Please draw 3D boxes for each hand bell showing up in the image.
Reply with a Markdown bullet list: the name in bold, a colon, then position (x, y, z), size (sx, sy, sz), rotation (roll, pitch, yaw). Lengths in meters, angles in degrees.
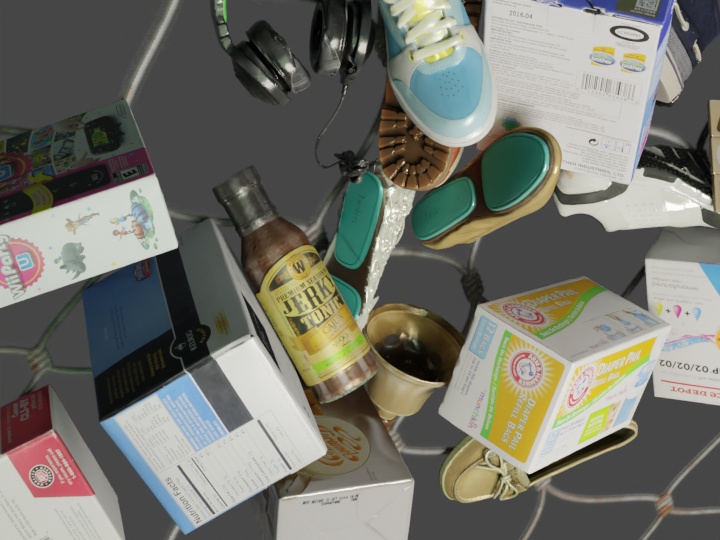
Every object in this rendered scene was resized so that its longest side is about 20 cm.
- **hand bell**: position (0.020, 0.139, 1.161), size (0.103, 0.105, 0.201), rotation (7, 127, -22)

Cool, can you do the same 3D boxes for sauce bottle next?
- **sauce bottle**: position (-0.058, 0.011, 1.029), size (0.064, 0.065, 0.201), rotation (-31, 96, -1)

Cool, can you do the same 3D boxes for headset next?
- **headset**: position (-0.039, -0.166, 0.961), size (0.122, 0.094, 0.202), rotation (-22, 110, -6)

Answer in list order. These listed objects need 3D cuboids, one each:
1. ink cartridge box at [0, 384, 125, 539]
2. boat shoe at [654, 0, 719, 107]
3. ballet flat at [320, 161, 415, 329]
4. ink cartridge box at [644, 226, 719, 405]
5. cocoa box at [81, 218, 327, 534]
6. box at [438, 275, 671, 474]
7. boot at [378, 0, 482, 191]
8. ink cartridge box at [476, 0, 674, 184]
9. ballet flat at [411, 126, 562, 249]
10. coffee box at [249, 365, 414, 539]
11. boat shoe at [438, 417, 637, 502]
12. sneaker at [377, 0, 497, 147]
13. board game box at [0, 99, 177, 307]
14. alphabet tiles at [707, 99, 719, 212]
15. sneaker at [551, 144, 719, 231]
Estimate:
- **ink cartridge box**: position (-0.322, 0.211, 1.067), size (0.198, 0.084, 0.146), rotation (-25, 121, -5)
- **boat shoe**: position (0.233, -0.233, 1.023), size (0.093, 0.074, 0.200), rotation (-51, 136, -12)
- **ballet flat**: position (0.000, 0.000, 1.081), size (0.071, 0.072, 0.202), rotation (14, 113, -24)
- **ink cartridge box**: position (0.340, 0.063, 1.191), size (0.114, 0.068, 0.202), rotation (6, 125, 28)
- **cocoa box**: position (-0.130, 0.078, 0.994), size (0.130, 0.200, 0.134), rotation (-30, 122, 0)
- **box**: position (0.175, 0.086, 1.107), size (0.199, 0.101, 0.114), rotation (-12, 127, -52)
- **boot**: position (0.060, -0.163, 1.015), size (0.074, 0.107, 0.203), rotation (11, 91, 14)
- **ink cartridge box**: position (0.167, -0.173, 0.967), size (0.135, 0.077, 0.201), rotation (14, 145, 14)
- **ballet flat**: position (0.116, -0.068, 1.033), size (0.062, 0.199, 0.070), rotation (4, 75, -30)
- **coffee box**: position (-0.041, 0.156, 1.065), size (0.113, 0.200, 0.081), rotation (-4, 119, -16)
- **boat shoe**: position (0.173, 0.179, 1.230), size (0.199, 0.063, 0.074), rotation (-21, 121, -8)
- **sneaker**: position (0.038, -0.194, 0.897), size (0.079, 0.202, 0.131), rotation (-22, 161, 7)
- **board game box**: position (-0.248, -0.043, 0.923), size (0.198, 0.148, 0.065), rotation (-21, 122, -8)
- **alphabet tiles**: position (0.404, -0.103, 1.130), size (0.198, 0.008, 0.169), rotation (-1, 86, -17)
- **sneaker**: position (0.260, -0.070, 1.136), size (0.198, 0.074, 0.080), rotation (15, 125, -20)
